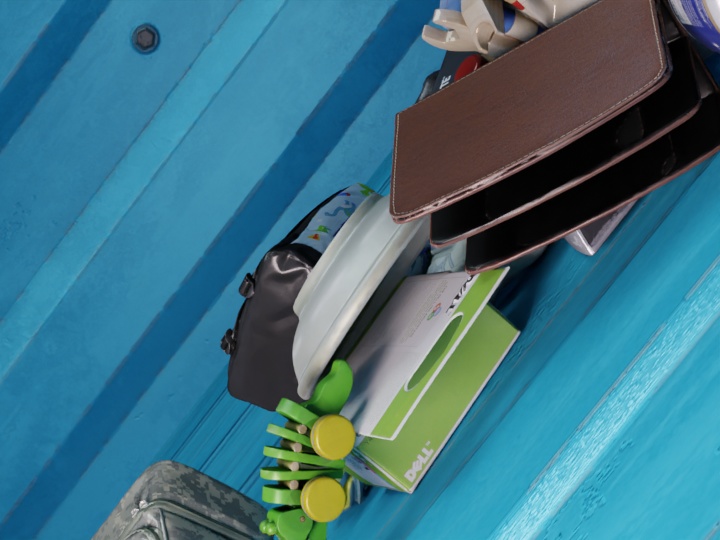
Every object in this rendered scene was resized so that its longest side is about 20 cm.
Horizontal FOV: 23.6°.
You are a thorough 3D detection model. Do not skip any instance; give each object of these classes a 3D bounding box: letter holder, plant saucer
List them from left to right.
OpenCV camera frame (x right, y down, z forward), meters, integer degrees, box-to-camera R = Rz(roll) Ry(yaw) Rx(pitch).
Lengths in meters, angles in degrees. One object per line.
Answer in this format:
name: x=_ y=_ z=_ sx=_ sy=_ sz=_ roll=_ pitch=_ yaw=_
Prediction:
plant saucer: x=0.000 y=0.000 z=1.264 sx=0.201 sy=0.050 sz=0.200 roll=-54 pitch=-5 yaw=-7
letter holder: x=0.127 y=-0.075 z=1.104 sx=0.199 sy=0.101 sz=0.143 roll=-28 pitch=28 yaw=21

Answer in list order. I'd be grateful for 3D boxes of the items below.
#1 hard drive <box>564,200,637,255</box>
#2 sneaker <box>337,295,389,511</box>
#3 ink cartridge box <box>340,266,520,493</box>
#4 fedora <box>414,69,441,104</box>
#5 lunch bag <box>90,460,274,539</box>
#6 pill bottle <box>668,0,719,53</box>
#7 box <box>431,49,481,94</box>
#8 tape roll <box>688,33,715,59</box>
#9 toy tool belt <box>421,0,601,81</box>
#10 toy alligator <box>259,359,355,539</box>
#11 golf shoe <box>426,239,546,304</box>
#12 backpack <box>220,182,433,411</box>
hard drive: x=0.183 y=-0.084 z=1.271 sx=0.135 sy=0.042 sz=0.200 roll=-52 pitch=6 yaw=8
sneaker: x=0.004 y=0.114 z=1.355 sx=0.201 sy=0.079 sz=0.131 roll=-60 pitch=0 yaw=27
ink cartridge box: x=0.050 y=0.079 z=1.220 sx=0.148 sy=0.076 sz=0.200 roll=-54 pitch=14 yaw=-14
fedora: x=0.099 y=-0.128 z=1.575 sx=0.201 sy=0.091 sz=0.202 roll=-53 pitch=-25 yaw=-39
lunch bag: x=-0.164 y=0.284 z=1.427 sx=0.200 sy=0.139 sz=0.168 roll=-50 pitch=22 yaw=25
pill bottle: x=0.244 y=-0.183 z=1.031 sx=0.116 sy=0.115 sz=0.200 roll=-51 pitch=6 yaw=8
box: x=0.136 y=-0.176 z=1.360 sx=0.158 sy=0.046 sz=0.201 roll=-25 pitch=28 yaw=32
tape roll: x=0.257 y=-0.227 z=1.232 sx=0.200 sy=0.066 sz=0.201 roll=-39 pitch=15 yaw=12
toy tool belt: x=0.103 y=-0.192 z=1.187 sx=0.200 sy=0.122 sz=0.126 roll=-41 pitch=33 yaw=40
toy alligator: x=-0.045 y=0.158 z=1.168 sx=0.059 sy=0.054 sz=0.202 roll=-179 pitch=99 yaw=-69
golf shoe: x=0.098 y=0.004 z=1.386 sx=0.200 sy=0.078 sz=0.098 roll=128 pitch=161 yaw=-75
backpack: x=-0.019 y=0.013 z=1.478 sx=0.201 sy=0.152 sz=0.164 roll=-70 pitch=-1 yaw=-56
